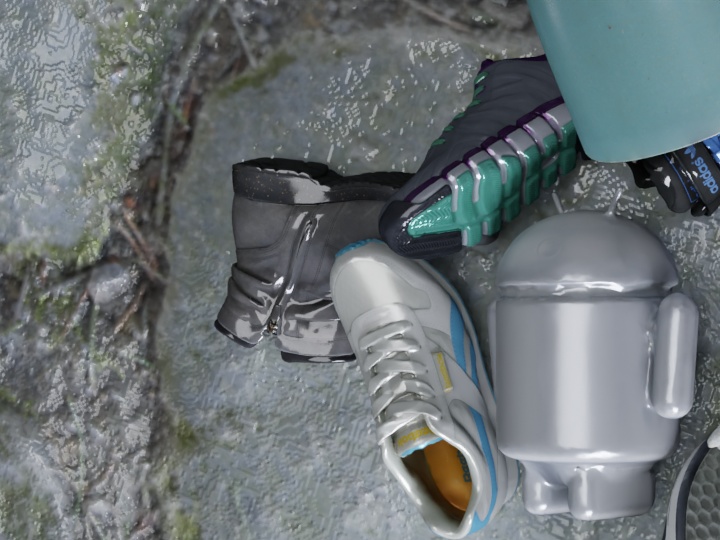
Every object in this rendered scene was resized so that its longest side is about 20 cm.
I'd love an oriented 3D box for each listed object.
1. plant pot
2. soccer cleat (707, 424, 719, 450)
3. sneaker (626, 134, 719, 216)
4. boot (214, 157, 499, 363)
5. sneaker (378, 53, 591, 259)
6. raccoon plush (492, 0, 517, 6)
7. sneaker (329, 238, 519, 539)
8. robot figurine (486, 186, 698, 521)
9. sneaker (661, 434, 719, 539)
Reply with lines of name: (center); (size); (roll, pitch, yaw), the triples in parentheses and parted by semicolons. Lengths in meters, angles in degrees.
plant pot: (0.177, -0.181, 1.002); (0.200, 0.201, 0.161); (-24, 105, 22)
soccer cleat: (0.272, 0.156, 1.044); (0.086, 0.070, 0.201); (-34, 60, 15)
sneaker: (0.225, -0.072, 1.040); (0.111, 0.077, 0.200); (-42, 28, -13)
boot: (0.000, 0.000, 1.218); (0.199, 0.070, 0.132); (9, 102, 25)
sneaker: (0.079, -0.082, 1.140); (0.200, 0.075, 0.088); (-31, 58, -21)
raccoon plush: (0.019, -0.257, 1.196); (0.134, 0.097, 0.201); (-15, 83, 31)
sneaker: (0.038, 0.074, 1.157); (0.076, 0.081, 0.201); (-25, 95, 25)
robot figurine: (0.139, 0.050, 1.118); (0.169, 0.113, 0.201); (0, 89, 48)
sneaker: (0.183, 0.203, 1.114); (0.077, 0.146, 0.203); (27, 58, -12)
